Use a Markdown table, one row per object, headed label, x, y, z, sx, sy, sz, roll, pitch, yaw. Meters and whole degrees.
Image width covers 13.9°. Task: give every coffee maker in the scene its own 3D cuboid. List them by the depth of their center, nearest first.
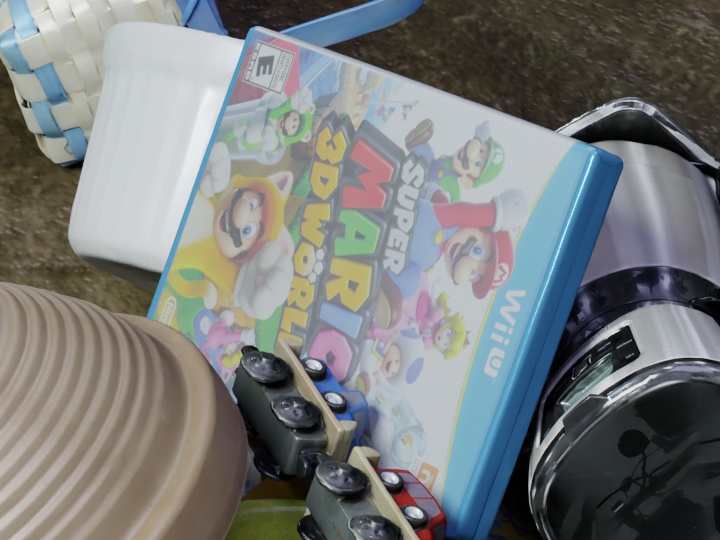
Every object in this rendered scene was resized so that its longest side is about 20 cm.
| label | x | y | z | sx | sy | sz | roll | pitch | yaw |
| --- | --- | --- | --- | --- | --- | --- | --- | --- | --- |
| coffee maker | 0.140 | 0.051 | 1.092 | 0.192 | 0.135 | 0.200 | 15 | 28 | -14 |

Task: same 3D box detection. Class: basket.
| label | x | y | z | sx | sy | sz | roll | pitch | yaw |
| --- | --- | --- | --- | --- | --- | --- | --- | --- | --- |
| basket | -0.079 | -0.150 | 1.390 | 0.200 | 0.139 | 0.176 | -24 | 45 | 6 |

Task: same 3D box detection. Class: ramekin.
| label | x | y | z | sx | sy | sz | roll | pitch | yaw |
| --- | --- | --- | --- | --- | --- | --- | --- | --- | --- |
| ramekin | -0.026 | -0.025 | 1.242 | 0.200 | 0.200 | 0.098 | 18 | 85 | 7 |

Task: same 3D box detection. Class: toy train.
| label | x | y | z | sx | sy | sz | roll | pitch | yaw |
| --- | --- | --- | --- | --- | --- | --- | --- | --- | --- |
| toy train | 0.006 | 0.084 | 0.983 | 0.046 | 0.034 | 0.200 | 0 | 33 | -29 |

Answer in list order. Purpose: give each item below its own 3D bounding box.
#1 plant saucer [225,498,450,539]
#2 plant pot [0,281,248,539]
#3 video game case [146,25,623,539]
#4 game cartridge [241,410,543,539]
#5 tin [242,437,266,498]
| label | x | y | z | sx | sy | sz | roll | pitch | yaw |
| --- | --- | --- | --- | --- | --- | --- | --- | --- | --- |
| plant saucer | -0.009 | 0.132 | 0.961 | 0.200 | 0.031 | 0.200 | 10 | 31 | -6 |
| plant pot | -0.144 | 0.066 | 0.969 | 0.201 | 0.093 | 0.201 | -22 | 32 | 14 |
| video game case | 0.000 | 0.000 | 1.073 | 0.018 | 0.143 | 0.200 | 17 | 5 | -42 |
| game cartridge | 0.073 | 0.112 | 1.108 | 0.200 | 0.032 | 0.176 | 31 | 29 | 14 |
| tin | -0.083 | 0.119 | 1.087 | 0.112 | 0.042 | 0.200 | 1 | 43 | -6 |
